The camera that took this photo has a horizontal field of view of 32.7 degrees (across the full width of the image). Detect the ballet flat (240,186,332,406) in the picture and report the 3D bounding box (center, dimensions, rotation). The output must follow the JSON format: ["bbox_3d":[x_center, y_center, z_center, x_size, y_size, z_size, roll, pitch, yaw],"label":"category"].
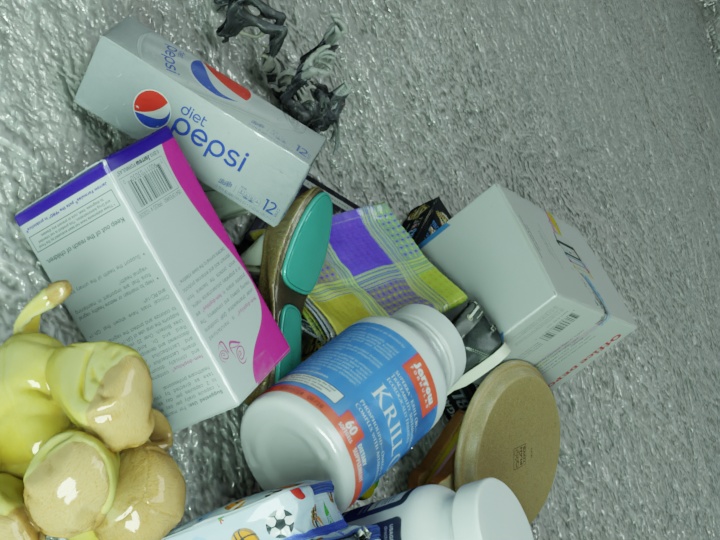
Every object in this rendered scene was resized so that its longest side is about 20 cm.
[{"bbox_3d":[-0.076,0.022,1.057,0.068,0.071,0.204,33,63,-60],"label":"ballet flat"}]

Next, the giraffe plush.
[{"bbox_3d":[-0.181,0.128,0.785,0.200,0.172,0.163,46,-6,49],"label":"giraffe plush"}]

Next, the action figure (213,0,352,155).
[{"bbox_3d":[-0.061,-0.218,1.266,0.200,0.101,0.120,48,22,-28],"label":"action figure"}]

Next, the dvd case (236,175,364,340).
[{"bbox_3d":[-0.038,-0.012,1.173,0.147,0.016,0.201,31,37,-5],"label":"dvd case"}]

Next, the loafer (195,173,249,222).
[{"bbox_3d":[-0.131,-0.076,1.071,0.199,0.069,0.071,-27,101,-61],"label":"loafer"}]

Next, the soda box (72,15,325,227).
[{"bbox_3d":[-0.132,-0.125,1.017,0.198,0.069,0.064,31,29,-4],"label":"soda box"}]

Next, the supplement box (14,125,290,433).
[{"bbox_3d":[-0.154,0.011,0.934,0.202,0.102,0.101,61,28,-8],"label":"supplement box"}]

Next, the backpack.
[{"bbox_3d":[-0.061,0.235,0.862,0.190,0.197,0.157,32,43,-65],"label":"backpack"}]

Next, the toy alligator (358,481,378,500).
[{"bbox_3d":[-0.048,0.181,1.027,0.199,0.059,0.055,-11,85,-54],"label":"toy alligator"}]

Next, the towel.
[{"bbox_3d":[0.000,0.000,1.157,0.198,0.023,0.144,-13,57,-45],"label":"towel"}]

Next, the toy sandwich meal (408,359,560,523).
[{"bbox_3d":[0.132,0.189,1.251,0.204,0.069,0.209,-10,102,-50],"label":"toy sandwich meal"}]

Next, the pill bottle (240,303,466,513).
[{"bbox_3d":[0.003,0.106,1.007,0.199,0.111,0.113,-37,101,-44],"label":"pill bottle"}]

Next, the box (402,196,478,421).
[{"bbox_3d":[0.100,0.045,1.400,0.201,0.049,0.199,57,29,-16],"label":"box"}]

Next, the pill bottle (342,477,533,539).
[{"bbox_3d":[0.035,0.240,0.985,0.115,0.198,0.117,38,39,-40],"label":"pill bottle"}]

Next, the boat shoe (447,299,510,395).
[{"bbox_3d":[0.046,0.102,1.157,0.068,0.198,0.072,59,-15,-4],"label":"boat shoe"}]

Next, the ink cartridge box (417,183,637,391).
[{"bbox_3d":[0.168,0.029,1.303,0.199,0.147,0.146,20,37,-52],"label":"ink cartridge box"}]

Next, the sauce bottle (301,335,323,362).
[{"bbox_3d":[-0.023,0.079,1.152,0.065,0.064,0.201,54,29,-21],"label":"sauce bottle"}]
